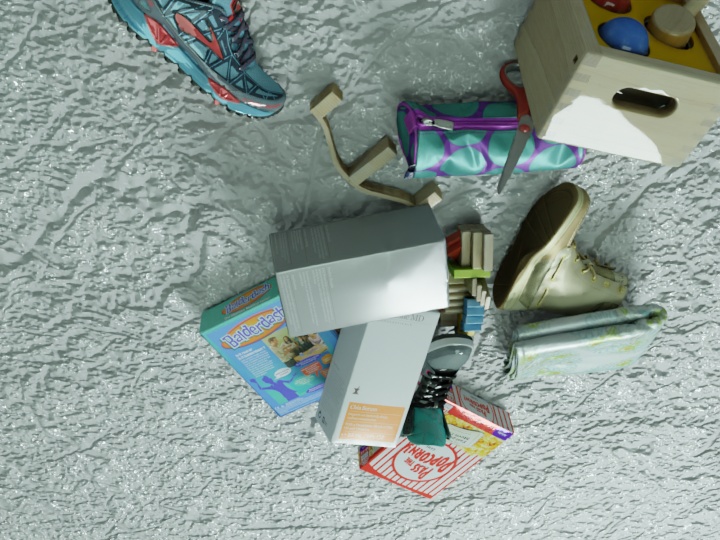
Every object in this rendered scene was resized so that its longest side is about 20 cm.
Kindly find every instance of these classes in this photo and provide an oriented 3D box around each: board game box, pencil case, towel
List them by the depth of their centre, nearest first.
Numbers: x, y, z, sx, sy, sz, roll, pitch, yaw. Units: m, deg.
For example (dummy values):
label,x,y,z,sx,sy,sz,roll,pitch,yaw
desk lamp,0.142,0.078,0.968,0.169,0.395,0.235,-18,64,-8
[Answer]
label,x,y,z,sx,sy,sz,roll,pitch,yaw
pencil case,0.142,-0.147,0.833,0.199,0.085,0.092,-4,168,-4
towel,0.296,0.103,1.030,0.199,0.048,0.171,-10,159,3
board game box,-0.099,0.103,1.039,0.152,0.045,0.200,-25,127,14
board game box,0.115,0.266,1.190,0.151,0.046,0.200,29,121,-25

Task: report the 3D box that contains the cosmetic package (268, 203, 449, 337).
label,x,y,z,sx,sy,sz,roll,pitch,yaw
cosmetic package,0.000,0.000,0.897,0.199,0.090,0.107,-11,128,-7

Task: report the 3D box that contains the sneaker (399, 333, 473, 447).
label,x,y,z,sx,sy,sz,roll,pitch,yaw
sneaker,0.096,0.176,1.037,0.083,0.121,0.200,9,145,-20

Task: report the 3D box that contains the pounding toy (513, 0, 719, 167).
label,x,y,z,sx,sy,sz,roll,pitch,yaw
pounding toy,0.277,-0.222,0.742,0.199,0.185,0.142,9,140,-12

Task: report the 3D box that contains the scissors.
label,x,y,z,sx,sy,sz,roll,pitch,yaw
scissors,0.175,-0.150,0.771,0.073,0.201,0.014,7,143,4

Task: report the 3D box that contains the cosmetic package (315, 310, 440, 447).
label,x,y,z,sx,sy,sz,roll,pitch,yaw
cosmetic package,0.020,0.127,1.003,0.101,0.071,0.201,9,106,-25

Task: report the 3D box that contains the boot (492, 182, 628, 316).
label,x,y,z,sx,sy,sz,roll,pitch,yaw
boot,0.275,-0.014,0.962,0.155,0.073,0.200,12,128,-14

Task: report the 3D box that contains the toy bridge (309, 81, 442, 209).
label,x,y,z,sx,sy,sz,roll,pitch,yaw
toy bridge,0.012,-0.125,0.877,0.067,0.027,0.200,-35,124,23

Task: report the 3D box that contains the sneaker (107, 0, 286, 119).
label,x,y,z,sx,sy,sz,roll,pitch,yaw
sneaker,-0.141,-0.230,0.745,0.200,0.079,0.095,35,116,-29

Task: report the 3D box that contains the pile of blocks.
label,x,y,z,sx,sy,sz,roll,pitch,yaw
pile of blocks,0.125,0.028,0.976,0.062,0.082,0.201,-2,129,-4
